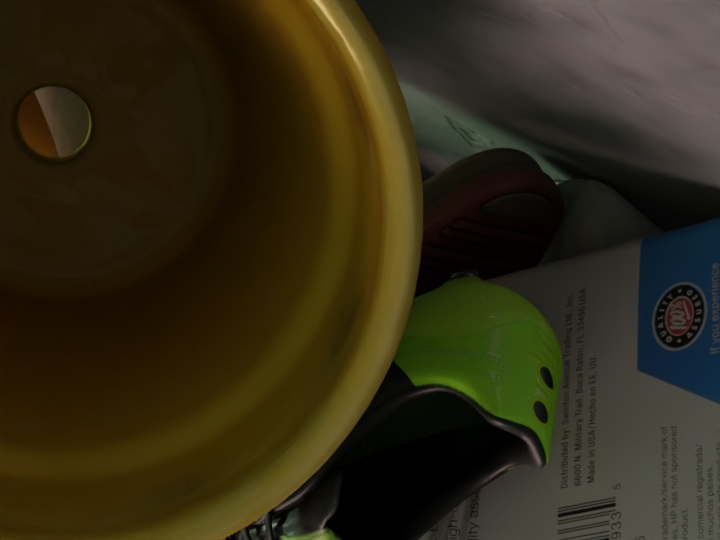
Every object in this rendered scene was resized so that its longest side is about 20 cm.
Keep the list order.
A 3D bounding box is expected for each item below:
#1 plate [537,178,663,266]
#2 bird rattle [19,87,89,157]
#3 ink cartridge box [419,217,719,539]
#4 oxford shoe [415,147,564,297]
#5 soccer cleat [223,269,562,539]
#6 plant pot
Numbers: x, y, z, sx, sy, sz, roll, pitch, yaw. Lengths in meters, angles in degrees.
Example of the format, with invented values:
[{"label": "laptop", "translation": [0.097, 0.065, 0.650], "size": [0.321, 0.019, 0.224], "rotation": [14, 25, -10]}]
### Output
[{"label": "plate", "translation": [0.118, 0.044, 0.900], "size": [0.200, 0.032, 0.200], "rotation": [41, 169, -12]}, {"label": "bird rattle", "translation": [-0.114, -0.034, 0.974], "size": [0.112, 0.164, 0.200], "rotation": [-17, 178, -11]}, {"label": "ink cartridge box", "translation": [0.063, 0.080, 0.769], "size": [0.200, 0.145, 0.084], "rotation": [-15, 148, 34]}, {"label": "oxford shoe", "translation": [-0.006, -0.002, 0.864], "size": [0.070, 0.075, 0.200], "rotation": [16, 143, -38]}, {"label": "soccer cleat", "translation": [-0.025, 0.071, 0.735], "size": [0.068, 0.200, 0.081], "rotation": [47, -156, -26]}, {"label": "plant pot", "translation": [-0.091, -0.032, 0.712], "size": [0.200, 0.201, 0.189], "rotation": [28, -173, -12]}]
